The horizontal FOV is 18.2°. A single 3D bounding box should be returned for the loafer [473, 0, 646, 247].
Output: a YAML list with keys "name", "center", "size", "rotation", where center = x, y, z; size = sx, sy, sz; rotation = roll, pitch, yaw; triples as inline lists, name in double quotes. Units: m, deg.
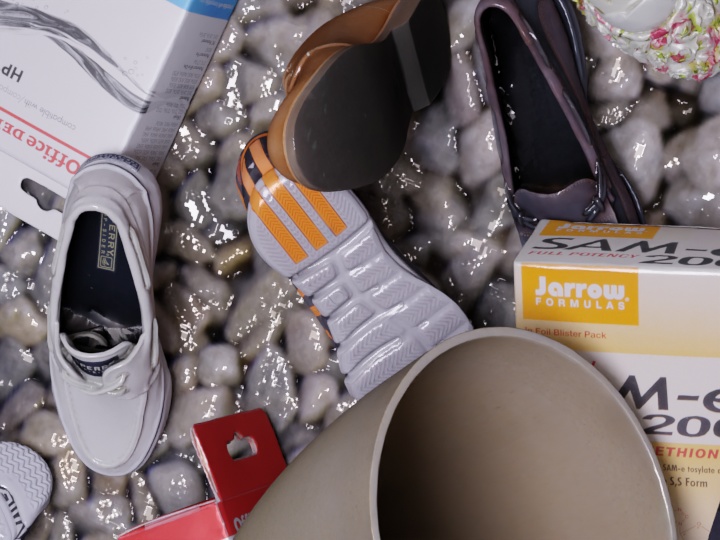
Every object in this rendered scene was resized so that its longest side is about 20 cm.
- name: "loafer"
  center: [0.099, -0.057, 1.197]
  size: [0.071, 0.063, 0.202]
  rotation: [-15, 94, 26]

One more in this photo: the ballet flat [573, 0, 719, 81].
- name: "ballet flat"
  center: [0.121, -0.178, 1.187]
  size: [0.076, 0.064, 0.200]
  rotation: [-40, 86, 27]

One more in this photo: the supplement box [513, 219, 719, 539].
- name: "supplement box"
  center: [0.148, 0.080, 1.161]
  size: [0.125, 0.074, 0.202]
  rotation: [2, 110, 17]

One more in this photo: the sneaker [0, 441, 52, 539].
- name: "sneaker"
  center: [-0.267, 0.182, 1.325]
  size: [0.200, 0.115, 0.075]
  rotation: [-40, 79, -21]

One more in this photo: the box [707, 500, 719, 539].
- name: "box"
  center: [0.243, 0.114, 1.131]
  size: [0.036, 0.142, 0.201]
  rotation: [26, 101, 52]

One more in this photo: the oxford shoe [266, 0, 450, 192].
- name: "oxford shoe"
  center: [-0.014, -0.090, 1.179]
  size: [0.071, 0.200, 0.072]
  rotation: [-3, 112, 21]

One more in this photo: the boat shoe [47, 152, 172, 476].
- name: "boat shoe"
  center: [-0.142, 0.037, 1.249]
  size: [0.071, 0.066, 0.201]
  rotation: [11, 120, 4]

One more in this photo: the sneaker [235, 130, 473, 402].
- name: "sneaker"
  center: [0.000, 0.000, 1.236]
  size: [0.077, 0.112, 0.201]
  rotation: [-30, 117, 3]

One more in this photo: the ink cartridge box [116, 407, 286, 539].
- name: "ink cartridge box"
  center: [-0.066, 0.184, 1.238]
  size: [0.067, 0.116, 0.201]
  rotation: [-21, 85, 17]

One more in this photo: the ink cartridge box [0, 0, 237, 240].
- name: "ink cartridge box"
  center: [-0.159, -0.114, 1.283]
  size: [0.115, 0.068, 0.201]
  rotation: [28, 100, 15]

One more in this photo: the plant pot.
- name: "plant pot"
  center: [0.021, 0.145, 1.114]
  size: [0.199, 0.186, 0.189]
  rotation: [-25, 83, 49]
